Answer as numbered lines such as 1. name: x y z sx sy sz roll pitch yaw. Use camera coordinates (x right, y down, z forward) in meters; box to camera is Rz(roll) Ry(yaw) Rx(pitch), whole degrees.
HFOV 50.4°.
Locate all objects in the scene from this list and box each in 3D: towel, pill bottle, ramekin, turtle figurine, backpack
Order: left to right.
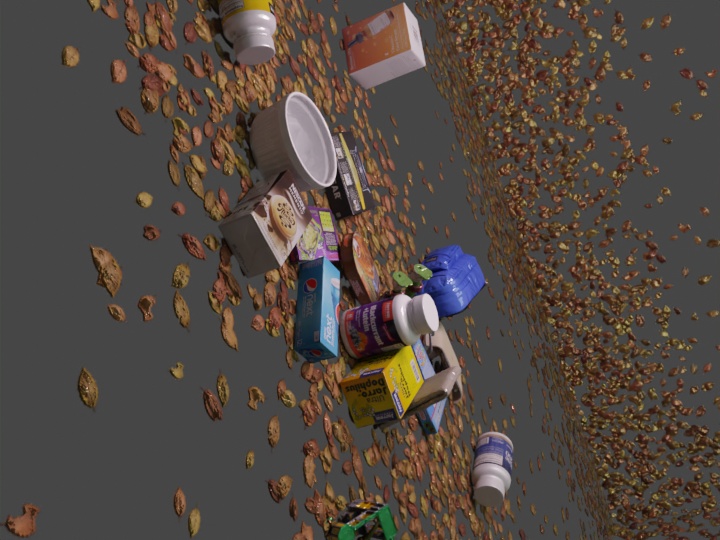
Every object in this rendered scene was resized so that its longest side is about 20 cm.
1. pill bottle: -0.231 -0.526 1.543 0.111 0.110 0.203 6 70 -65
2. ramekin: -0.141 -0.253 1.569 0.200 0.104 0.202 47 35 -47
3. pill bottle: 0.064 0.116 1.663 0.111 0.198 0.113 46 35 -46
4. turtle figurine: 0.116 0.099 1.804 0.201 0.142 0.195 -93 -168 -47
5. towel: 0.129 0.284 1.704 0.035 0.199 0.132 57 26 -4
6. backpack: 0.231 0.039 2.149 0.169 0.161 0.200 57 40 -14
7. pill bottle: 0.372 0.563 2.164 0.112 0.110 0.201 62 26 -23

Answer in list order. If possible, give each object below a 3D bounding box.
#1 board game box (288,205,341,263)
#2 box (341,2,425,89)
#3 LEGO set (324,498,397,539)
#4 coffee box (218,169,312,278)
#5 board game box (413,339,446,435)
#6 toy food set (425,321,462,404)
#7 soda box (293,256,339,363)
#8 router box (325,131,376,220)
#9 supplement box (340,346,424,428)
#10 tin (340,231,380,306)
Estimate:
1. board game box: -0.104 -0.076 1.632 0.199 0.032 0.122 0 72 -66
2. box: 0.064 -0.627 2.152 0.106 0.198 0.154 24 53 -61
3. LEGO set: -0.004 0.519 1.409 0.153 0.115 0.202 -31 101 -36
4. coffee box: -0.171 -0.091 1.426 0.114 0.079 0.201 62 26 -22
5. board game box: 0.159 0.293 1.963 0.202 0.036 0.152 66 24 -18
6. toy food set: 0.228 0.253 2.134 0.144 0.060 0.202 -81 149 -66
7. soda box: -0.085 0.077 1.529 0.068 0.063 0.202 46 36 -46
8. router box: -0.039 -0.231 1.844 0.157 0.052 0.202 -25 98 -66
9. supplement box: 0.051 0.242 1.666 0.111 0.108 0.200 69 24 -9
10. tin: 0.000 0.000 1.768 0.113 0.041 0.201 -87 160 -46
